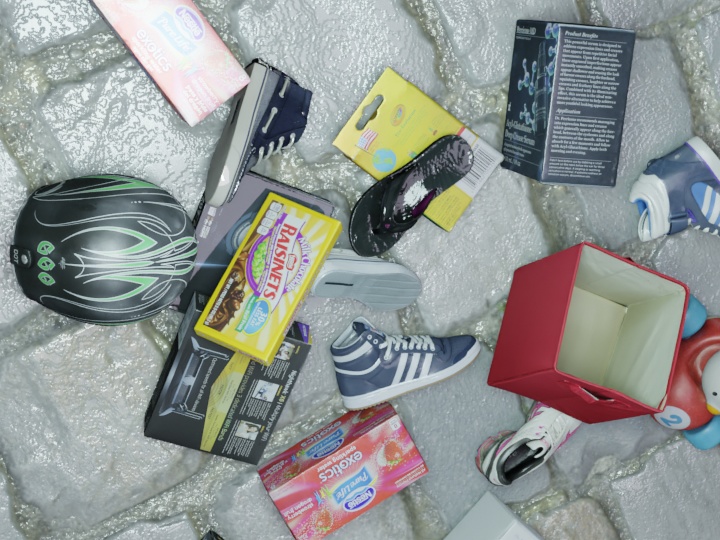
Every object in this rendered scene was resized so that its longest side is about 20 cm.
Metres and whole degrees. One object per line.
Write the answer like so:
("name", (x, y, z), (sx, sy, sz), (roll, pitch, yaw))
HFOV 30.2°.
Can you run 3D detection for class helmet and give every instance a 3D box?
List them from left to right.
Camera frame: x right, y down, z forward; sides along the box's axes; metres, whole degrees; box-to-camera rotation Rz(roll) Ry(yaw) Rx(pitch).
("helmet", (-0.295, -0.025, 1.589), (0.190, 0.200, 0.200), (5, 102, 14))

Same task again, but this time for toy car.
("toy car", (0.490, 0.158, 1.820), (0.184, 0.200, 0.177), (43, 89, -18))

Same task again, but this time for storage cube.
("storage cube", (0.296, 0.086, 1.741), (0.171, 0.180, 0.200), (22, 71, -18))

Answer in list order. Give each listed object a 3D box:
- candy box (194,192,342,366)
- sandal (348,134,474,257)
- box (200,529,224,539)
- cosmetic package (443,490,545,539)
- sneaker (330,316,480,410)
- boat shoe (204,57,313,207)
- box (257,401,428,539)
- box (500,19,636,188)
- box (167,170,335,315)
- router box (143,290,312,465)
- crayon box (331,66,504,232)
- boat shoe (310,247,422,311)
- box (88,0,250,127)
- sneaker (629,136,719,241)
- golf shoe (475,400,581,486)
("candy box", (-0.111, 0.008, 1.621), (0.102, 0.026, 0.200), (23, 72, 11))
("sandal", (0.062, -0.097, 1.677), (0.200, 0.048, 0.075), (-45, 106, -6))
("box", (-0.196, 0.485, 1.798), (0.200, 0.050, 0.199), (-46, 109, -2))
("cosmetic package", (0.196, 0.453, 1.850), (0.199, 0.123, 0.200), (43, 91, -18))
("sneaker", (0.056, 0.101, 1.767), (0.200, 0.070, 0.109), (-22, 108, -6))
("boat shoe", (-0.121, -0.158, 1.637), (0.093, 0.075, 0.200), (23, 72, -21))
("box", (-0.024, 0.265, 1.768), (0.200, 0.095, 0.100), (-31, 108, -6))
("box", (0.263, -0.216, 1.709), (0.107, 0.148, 0.200), (3, 101, -15))
("box", (-0.143, -0.022, 1.702), (0.160, 0.044, 0.200), (21, 96, -17))
("router box", (-0.170, 0.140, 1.698), (0.157, 0.052, 0.200), (18, 114, -16))
("crayon box", (0.071, -0.158, 1.723), (0.200, 0.051, 0.127), (37, 91, -19))
("boat shoe", (0.000, 0.000, 1.717), (0.200, 0.067, 0.074), (14, 124, -48))
("box", (-0.232, -0.281, 1.593), (0.095, 0.103, 0.200), (-38, 107, -4))
("sneaker", (0.454, -0.072, 1.832), (0.146, 0.081, 0.200), (-38, 112, 5))
("golf shoe", (0.254, 0.227, 1.833), (0.200, 0.092, 0.073), (-41, 107, -4))
